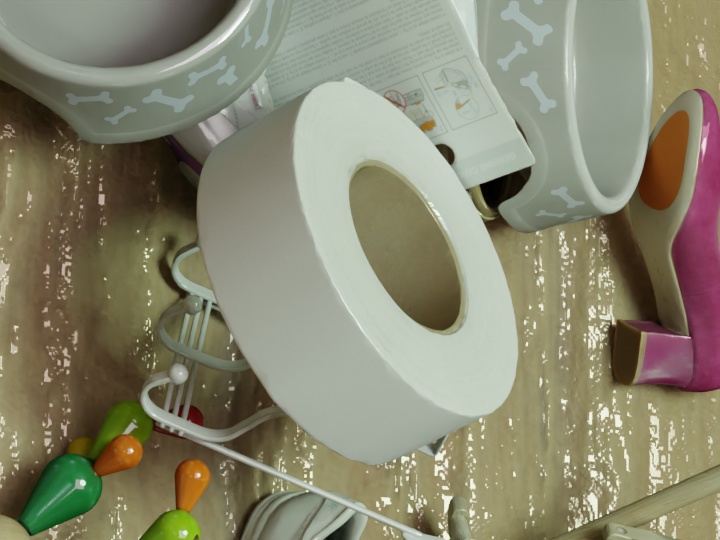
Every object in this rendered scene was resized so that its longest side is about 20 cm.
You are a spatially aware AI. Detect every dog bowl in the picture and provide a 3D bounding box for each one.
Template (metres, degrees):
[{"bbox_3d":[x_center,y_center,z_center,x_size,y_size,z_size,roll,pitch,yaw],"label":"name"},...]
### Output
[{"bbox_3d":[-0.134,-0.172,1.517,0.200,0.059,0.200,1,73,-3],"label":"dog bowl"},{"bbox_3d":[0.126,-0.122,1.696,0.200,0.059,0.200,0,90,-68],"label":"dog bowl"}]

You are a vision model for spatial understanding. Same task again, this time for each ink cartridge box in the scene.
[{"bbox_3d":[0.005,-0.135,1.604,0.047,0.160,0.200,-42,107,-48],"label":"ink cartridge box"}]

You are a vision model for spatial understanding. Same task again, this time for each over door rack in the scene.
[{"bbox_3d":[-0.022,0.070,1.564,0.200,0.067,0.148,34,29,-15],"label":"over door rack"}]

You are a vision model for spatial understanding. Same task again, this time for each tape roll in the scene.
[{"bbox_3d":[0.000,0.000,1.517,0.202,0.071,0.203,40,34,-35],"label":"tape roll"}]

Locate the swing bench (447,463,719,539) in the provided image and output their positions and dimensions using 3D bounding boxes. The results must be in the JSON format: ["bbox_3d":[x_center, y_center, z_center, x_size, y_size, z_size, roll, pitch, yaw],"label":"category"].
[{"bbox_3d":[0.160,0.223,1.619,0.200,0.199,0.130,-10,124,2],"label":"swing bench"}]

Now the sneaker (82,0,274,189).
[{"bbox_3d":[-0.075,-0.102,1.587,0.100,0.075,0.200,-41,109,-9],"label":"sneaker"}]

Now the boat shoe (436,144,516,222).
[{"bbox_3d":[0.078,-0.123,1.719,0.073,0.063,0.201,23,71,-31],"label":"boat shoe"}]

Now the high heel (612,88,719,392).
[{"bbox_3d":[0.222,-0.017,1.776,0.096,0.067,0.200,0,105,-28],"label":"high heel"}]

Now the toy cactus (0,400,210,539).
[{"bbox_3d":[-0.163,0.158,1.509,0.165,0.102,0.200,12,79,-14],"label":"toy cactus"}]

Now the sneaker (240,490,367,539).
[{"bbox_3d":[-0.042,0.218,1.574,0.075,0.088,0.200,21,72,-33],"label":"sneaker"}]
